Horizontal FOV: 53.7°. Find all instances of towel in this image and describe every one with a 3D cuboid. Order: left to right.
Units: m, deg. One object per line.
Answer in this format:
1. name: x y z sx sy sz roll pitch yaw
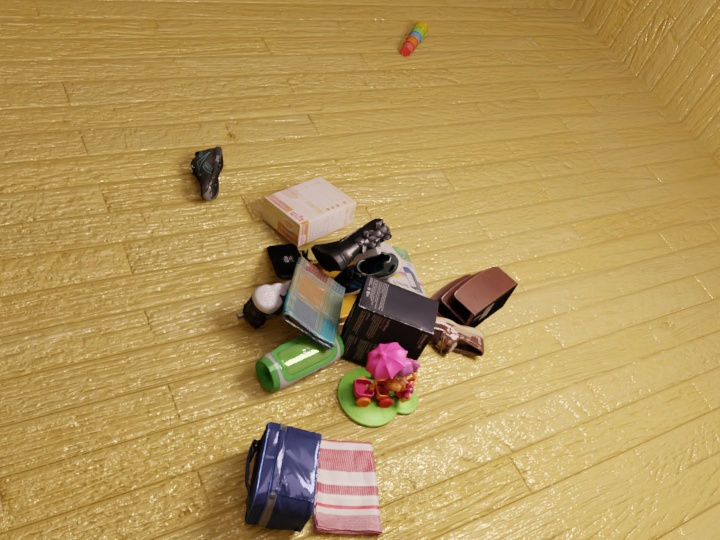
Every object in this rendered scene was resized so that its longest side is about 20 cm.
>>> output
1. towel: -0.103 0.070 1.625 0.146 0.022 0.201 37 37 -21
2. towel: -0.031 0.444 1.474 0.143 0.023 0.201 8 49 -17

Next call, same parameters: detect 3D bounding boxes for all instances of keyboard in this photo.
1. keyboard: -0.169 -0.013 1.763 0.103 0.040 0.200 -5 26 -13

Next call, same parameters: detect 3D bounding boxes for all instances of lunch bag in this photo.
1. lunch bag: -0.158 0.392 1.385 0.131 0.136 0.201 14 47 -11

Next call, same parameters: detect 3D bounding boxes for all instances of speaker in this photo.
1. speaker: -0.134 0.198 1.599 0.199 0.089 0.089 -23 62 -36

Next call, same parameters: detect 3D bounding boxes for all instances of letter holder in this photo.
1. letter holder: 0.293 0.059 1.889 0.199 0.101 0.142 -29 64 -38

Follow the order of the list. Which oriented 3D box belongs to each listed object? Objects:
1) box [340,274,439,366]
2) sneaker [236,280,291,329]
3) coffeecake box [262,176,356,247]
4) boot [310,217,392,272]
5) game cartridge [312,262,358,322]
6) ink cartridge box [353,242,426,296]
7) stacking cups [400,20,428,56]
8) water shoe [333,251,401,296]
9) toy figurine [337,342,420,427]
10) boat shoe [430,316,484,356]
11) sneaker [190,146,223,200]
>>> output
1. box: 0.060 0.136 1.654 0.181 0.201 0.105 22 45 -4
2. sneaker: -0.200 0.081 1.666 0.199 0.114 0.076 -1 62 -52
3. coffeecake box: -0.136 -0.160 1.893 0.199 0.074 0.153 -26 51 -37
4. boot: -0.022 -0.067 1.751 0.162 0.198 0.074 -36 107 -16
5. game cartridge: -0.062 0.050 1.798 0.199 0.033 0.177 -15 58 -35
6. ink cartridge box: 0.080 0.034 1.799 0.145 0.087 0.201 18 43 -43
7. stacking cups: 0.204 -0.871 2.680 0.060 0.061 0.201 25 47 0
8. water shoe: 0.000 0.000 1.715 0.079 0.199 0.072 28 44 -54
9. toy figurine: 0.068 0.239 1.581 0.198 0.185 0.151 7 49 -18
10. boat shoe: 0.221 0.173 1.782 0.198 0.072 0.072 16 46 -16
11. sneaker: -0.413 -0.255 1.895 0.078 0.076 0.201 1 43 -4
